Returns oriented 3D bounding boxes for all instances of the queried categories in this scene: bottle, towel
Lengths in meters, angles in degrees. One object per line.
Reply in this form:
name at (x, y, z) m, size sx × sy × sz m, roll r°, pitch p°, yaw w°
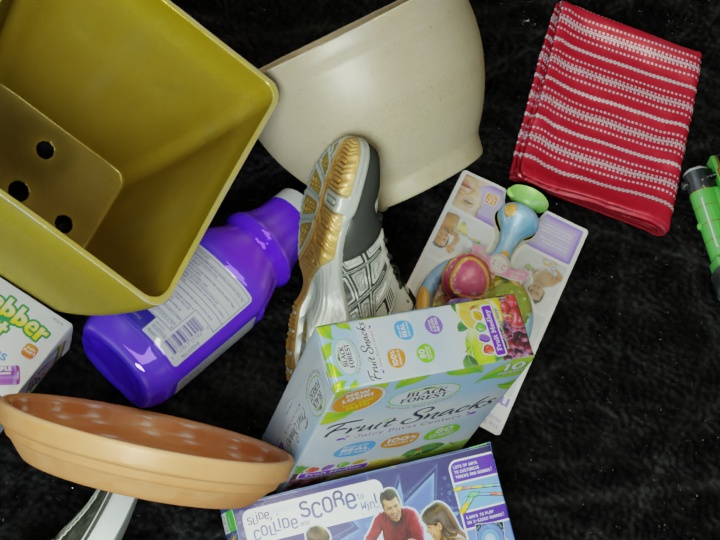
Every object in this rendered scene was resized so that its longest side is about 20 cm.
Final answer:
bottle at (-0.110, 0.013, 1.215) m, size 0.083 × 0.065 × 0.200 m, roll 42°, pitch 60°, yaw 11°
towel at (0.213, -0.133, 1.403) m, size 0.144 × 0.023 × 0.201 m, roll 20°, pitch 59°, yaw -5°

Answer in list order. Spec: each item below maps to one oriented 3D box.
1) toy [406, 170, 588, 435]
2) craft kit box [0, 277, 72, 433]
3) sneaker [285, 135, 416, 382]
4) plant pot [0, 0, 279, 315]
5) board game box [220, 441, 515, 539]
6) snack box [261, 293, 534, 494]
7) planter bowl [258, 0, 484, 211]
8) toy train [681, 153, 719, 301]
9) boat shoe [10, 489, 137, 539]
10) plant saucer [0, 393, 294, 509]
toy at (0.098, 0.013, 1.280) m, size 0.115 × 0.047 × 0.201 m, roll 26°, pitch 59°, yaw 2°
craft kit box at (-0.337, 0.065, 1.143) m, size 0.199 × 0.049 × 0.198 m, roll 32°, pitch 57°, yaw 3°
sneaker at (0.000, 0.000, 1.205) m, size 0.087 × 0.202 × 0.076 m, roll 3°, pitch 19°, yaw -18°
plant pot at (-0.211, -0.084, 1.158) m, size 0.200 × 0.176 × 0.201 m, roll 37°, pitch 58°, yaw -17°
board game box at (0.014, 0.207, 1.144) m, size 0.198 × 0.034 × 0.136 m, roll -10°, pitch 79°, yaw -20°
snack box at (0.020, 0.089, 1.130) m, size 0.141 × 0.200 × 0.053 m, roll -10°, pitch 66°, yaw -20°
planter bowl at (0.014, -0.124, 1.264) m, size 0.199 × 0.200 × 0.136 m, roll -30°, pitch 100°, yaw -26°
toy train at (0.314, -0.006, 1.353) m, size 0.056 × 0.042 × 0.201 m, roll -10°, pitch 65°, yaw -8°
boat shoe at (-0.213, 0.208, 1.082) m, size 0.063 × 0.071 × 0.201 m, roll 31°, pitch 61°, yaw 2°
plant saucer at (-0.144, 0.121, 1.090) m, size 0.199 × 0.200 × 0.038 m, roll 13°, pitch 89°, yaw -8°
